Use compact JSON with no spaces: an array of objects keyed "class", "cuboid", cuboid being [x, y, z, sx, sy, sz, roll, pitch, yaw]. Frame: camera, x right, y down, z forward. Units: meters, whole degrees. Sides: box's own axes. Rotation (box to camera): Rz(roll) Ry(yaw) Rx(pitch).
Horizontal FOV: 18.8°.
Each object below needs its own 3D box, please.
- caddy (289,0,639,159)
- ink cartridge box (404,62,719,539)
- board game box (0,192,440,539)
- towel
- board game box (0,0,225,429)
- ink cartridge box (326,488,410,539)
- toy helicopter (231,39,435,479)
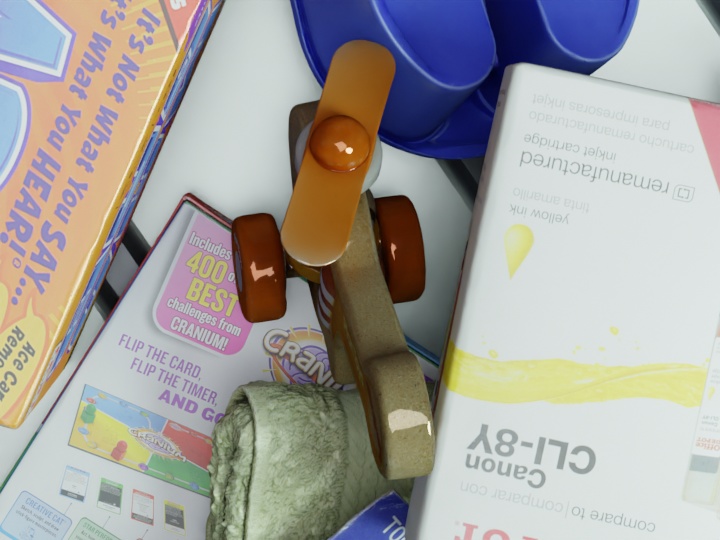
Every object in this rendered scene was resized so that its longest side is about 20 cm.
[{"class":"caddy","cuboid":[0.036,-0.150,0.942,0.140,0.105,0.202,-12,87,-22]},{"class":"ink cartridge box","cuboid":[0.107,0.031,0.851,0.144,0.083,0.202,12,95,0]},{"class":"board game box","cuboid":[-0.069,0.090,0.984,0.152,0.040,0.201,33,92,-5]},{"class":"towel","cuboid":[-0.001,0.143,0.956,0.147,0.036,0.202,-1,107,-24]},{"class":"board game box","cuboid":[-0.180,-0.079,0.886,0.199,0.200,0.201,24,93,-4]},{"class":"ink cartridge box","cuboid":[-0.009,0.219,0.936,0.200,0.041,0.200,-40,126,0]},{"class":"toy helicopter","cuboid":[0.000,0.000,0.860,0.078,0.201,0.133,-7,128,-10]}]
